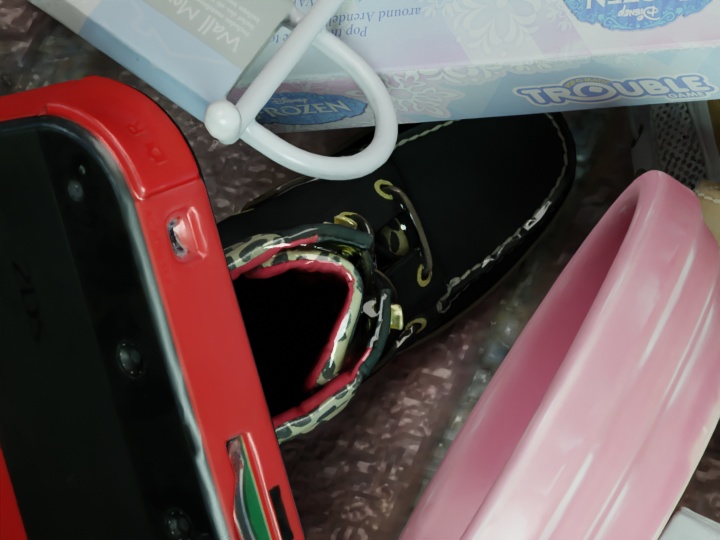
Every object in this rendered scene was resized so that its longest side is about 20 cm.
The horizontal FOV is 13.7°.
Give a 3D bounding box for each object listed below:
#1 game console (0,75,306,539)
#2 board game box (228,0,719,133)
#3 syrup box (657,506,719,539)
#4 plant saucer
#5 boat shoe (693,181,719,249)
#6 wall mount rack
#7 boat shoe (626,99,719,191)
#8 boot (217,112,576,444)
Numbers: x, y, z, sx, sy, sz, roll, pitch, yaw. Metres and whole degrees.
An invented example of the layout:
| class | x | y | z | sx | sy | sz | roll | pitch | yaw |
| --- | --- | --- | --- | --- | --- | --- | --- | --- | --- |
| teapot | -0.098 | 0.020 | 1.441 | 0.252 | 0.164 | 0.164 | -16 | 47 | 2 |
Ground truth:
| class | x | y | z | sx | sy | sz | roll | pitch | yaw |
| --- | --- | --- | --- | --- | --- | --- | --- | --- | --- |
| game console | -0.096 | 0.050 | 0.881 | 0.176 | 0.201 | 0.031 | -8 | 11 | 43 |
| board game box | 0.047 | -0.148 | 0.988 | 0.199 | 0.043 | 0.200 | -2 | 66 | 29 |
| syrup box | 0.074 | 0.176 | 0.861 | 0.081 | 0.079 | 0.200 | 26 | 58 | 22 |
| plant saucer | 0.054 | 0.068 | 0.887 | 0.051 | 0.201 | 0.201 | 30 | 57 | -1 |
| boat shoe | 0.192 | -0.012 | 0.913 | 0.199 | 0.065 | 0.071 | 9 | 11 | 21 |
| wall mount rack | -0.070 | -0.096 | 0.884 | 0.200 | 0.075 | 0.174 | 34 | 39 | -1 |
| boat shoe | 0.128 | -0.012 | 1.019 | 0.070 | 0.069 | 0.201 | 7 | 64 | -31 |
| boot | 0.000 | 0.002 | 0.957 | 0.203 | 0.154 | 0.074 | -31 | 95 | -12 |
